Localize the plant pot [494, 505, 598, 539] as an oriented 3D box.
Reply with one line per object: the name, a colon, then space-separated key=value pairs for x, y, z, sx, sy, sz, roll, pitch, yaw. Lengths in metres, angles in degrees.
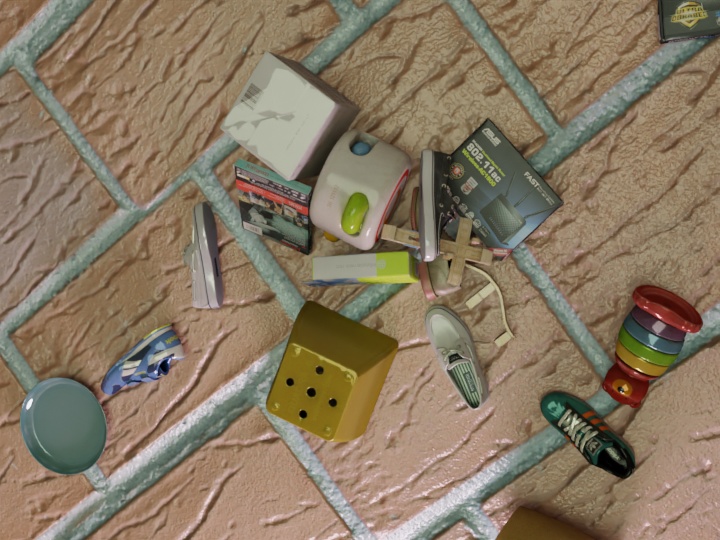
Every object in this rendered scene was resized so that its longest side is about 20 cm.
plant pot: x=0.335 y=0.519 z=1.574 sx=0.199 sy=0.186 sz=0.188 roll=36 pitch=104 yaw=19

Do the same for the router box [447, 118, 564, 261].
router box: x=0.236 y=-0.140 z=1.555 sx=0.150 sy=0.062 sz=0.200 roll=-43 pitch=87 yaw=14

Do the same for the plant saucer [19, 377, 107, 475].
plant saucer: x=-0.601 y=0.315 z=1.819 sx=0.196 sy=0.027 sz=0.205 roll=2 pitch=98 yaw=12

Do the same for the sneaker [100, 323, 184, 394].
sneaker: x=-0.426 y=0.190 z=1.741 sx=0.199 sy=0.074 sz=0.083 roll=-39 pitch=90 yaw=15

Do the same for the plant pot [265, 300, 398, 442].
plant pot: x=-0.066 y=0.198 z=1.608 sx=0.197 sy=0.176 sz=0.203 roll=23 pitch=102 yaw=8

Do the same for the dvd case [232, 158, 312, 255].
dvd case: x=-0.153 y=-0.110 z=1.592 sx=0.144 sy=0.201 sz=0.022 roll=22 pitch=60 yaw=10

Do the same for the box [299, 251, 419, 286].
box: x=0.000 y=0.000 z=1.594 sx=0.196 sy=0.122 sz=0.049 roll=-3 pitch=84 yaw=12

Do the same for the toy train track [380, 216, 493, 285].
toy train track: x=0.133 y=-0.045 z=1.510 sx=0.196 sy=0.033 sz=0.117 roll=13 pitch=83 yaw=-7

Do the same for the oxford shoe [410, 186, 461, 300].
oxford shoe: x=0.136 y=-0.054 z=1.573 sx=0.073 sy=0.070 sz=0.204 roll=-13 pitch=82 yaw=21

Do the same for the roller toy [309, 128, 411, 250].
roller toy: x=-0.005 y=-0.142 z=1.548 sx=0.138 sy=0.200 sz=0.185 roll=26 pitch=79 yaw=7

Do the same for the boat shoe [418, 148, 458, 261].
boat shoe: x=0.132 y=-0.110 z=1.487 sx=0.065 sy=0.070 sz=0.204 roll=3 pitch=62 yaw=-3

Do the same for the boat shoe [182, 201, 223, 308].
boat shoe: x=-0.305 y=-0.026 z=1.684 sx=0.064 sy=0.074 sz=0.205 roll=-4 pitch=95 yaw=8

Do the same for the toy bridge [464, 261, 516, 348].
toy bridge: x=0.218 y=0.044 z=1.601 sx=0.067 sy=0.027 sz=0.201 roll=-38 pitch=87 yaw=14

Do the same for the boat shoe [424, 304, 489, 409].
boat shoe: x=0.177 y=0.156 z=1.605 sx=0.073 sy=0.067 sz=0.202 roll=-31 pitch=90 yaw=14

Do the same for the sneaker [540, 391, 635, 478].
sneaker: x=0.402 y=0.289 z=1.565 sx=0.199 sy=0.080 sz=0.072 roll=36 pitch=103 yaw=6

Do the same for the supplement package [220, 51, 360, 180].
supplement package: x=-0.117 y=-0.265 z=1.545 sx=0.150 sy=0.200 sz=0.153 roll=37 pitch=103 yaw=5

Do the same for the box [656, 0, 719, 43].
box: x=0.582 y=-0.464 z=1.444 sx=0.196 sy=0.046 sz=0.163 roll=-4 pitch=97 yaw=13

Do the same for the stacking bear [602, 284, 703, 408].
stacking bear: x=0.482 y=0.139 z=1.516 sx=0.120 sy=0.113 sz=0.203 roll=29 pitch=114 yaw=17
